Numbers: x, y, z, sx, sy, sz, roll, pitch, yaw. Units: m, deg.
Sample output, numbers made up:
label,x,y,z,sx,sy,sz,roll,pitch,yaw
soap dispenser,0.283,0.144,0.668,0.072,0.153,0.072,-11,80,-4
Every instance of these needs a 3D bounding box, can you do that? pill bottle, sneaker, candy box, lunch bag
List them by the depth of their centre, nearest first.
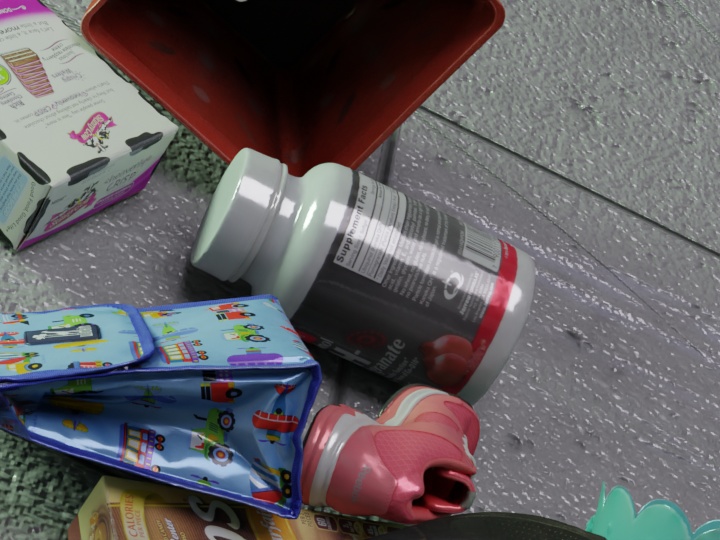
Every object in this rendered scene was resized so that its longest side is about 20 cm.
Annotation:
label,x,y,z,sx,sy,sz,roll,pitch,yaw
candy box,-0.055,0.186,1.584,0.200,0.055,0.116,13,40,-28
lunch bag,-0.136,0.066,1.607,0.200,0.094,0.151,6,13,-13
sneaker,0.035,0.120,1.680,0.087,0.074,0.200,24,14,22
pill bottle,0.000,0.000,1.802,0.200,0.111,0.111,25,36,-11
candy box,-0.232,-0.115,1.802,0.200,0.061,0.136,42,36,14

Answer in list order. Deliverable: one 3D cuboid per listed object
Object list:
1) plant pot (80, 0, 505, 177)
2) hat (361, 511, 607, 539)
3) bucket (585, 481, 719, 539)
label,x,y,z,sx,sy,sz,roll,pitch,yaw
plant pot,-0.048,-0.191,1.906,0.200,0.200,0.176,41,14,-18
hat,0.057,0.195,1.526,0.200,0.081,0.201,-2,13,0
bucket,0.209,0.214,1.620,0.207,0.135,0.207,19,-1,0
